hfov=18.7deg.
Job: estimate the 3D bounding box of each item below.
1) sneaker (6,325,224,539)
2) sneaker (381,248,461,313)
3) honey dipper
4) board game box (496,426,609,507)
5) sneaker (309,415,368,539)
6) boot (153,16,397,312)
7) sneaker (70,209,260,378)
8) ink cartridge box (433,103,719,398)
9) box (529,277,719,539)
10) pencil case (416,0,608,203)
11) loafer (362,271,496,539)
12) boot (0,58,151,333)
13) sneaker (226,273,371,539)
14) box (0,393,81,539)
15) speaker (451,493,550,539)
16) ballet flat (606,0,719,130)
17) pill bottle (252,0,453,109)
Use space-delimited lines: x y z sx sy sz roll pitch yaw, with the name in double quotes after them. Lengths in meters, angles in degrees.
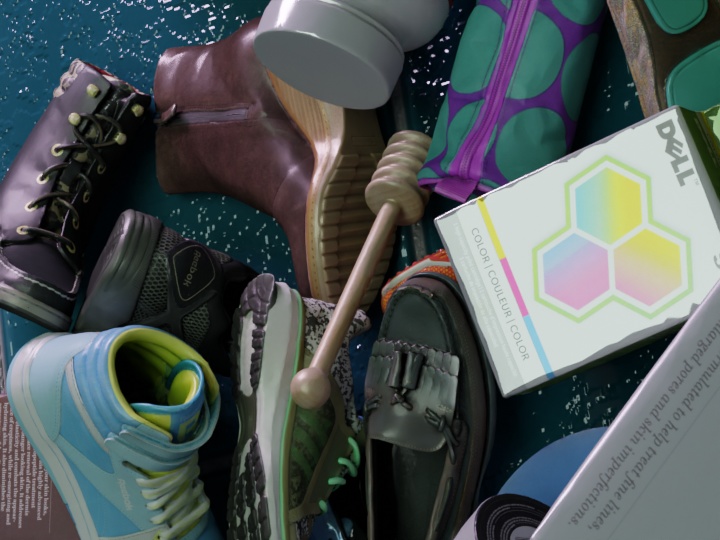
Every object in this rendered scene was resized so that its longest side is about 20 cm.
-0.113 0.118 1.268 0.130 0.080 0.201 -16 113 48 "sneaker"
0.097 0.017 1.233 0.199 0.073 0.078 -8 84 33 "sneaker"
0.000 0.000 1.250 0.038 0.038 0.201 -2 44 31 "honey dipper"
0.147 0.189 1.195 0.158 0.039 0.200 -50 58 23 "board game box"
-0.030 0.175 1.283 0.089 0.078 0.202 5 85 29 "sneaker"
-0.059 -0.058 1.358 0.166 0.072 0.202 -10 78 43 "boot"
-0.119 0.036 1.342 0.199 0.114 0.077 131 160 -60 "sneaker"
0.150 -0.019 1.148 0.199 0.059 0.105 -24 82 17 "ink cartridge box"
0.205 0.132 1.036 0.199 0.131 0.199 36 68 13 "box"
0.094 -0.132 1.245 0.085 0.092 0.202 16 92 19 "pencil case"
0.033 0.104 1.226 0.071 0.063 0.202 9 108 34 "loafer"
-0.188 -0.051 1.374 0.154 0.073 0.204 -61 17 5 "boot"
-0.025 0.103 1.241 0.077 0.088 0.202 160 113 -69 "sneaker"
-0.212 0.130 1.407 0.199 0.075 0.101 -5 79 33 "box"
0.046 0.214 1.193 0.081 0.081 0.200 55 130 26 "speaker"
0.172 -0.125 1.200 0.068 0.067 0.201 -23 103 -14 "ballet flat"
0.012 -0.200 1.263 0.112 0.112 0.201 9 67 32 "pill bottle"
